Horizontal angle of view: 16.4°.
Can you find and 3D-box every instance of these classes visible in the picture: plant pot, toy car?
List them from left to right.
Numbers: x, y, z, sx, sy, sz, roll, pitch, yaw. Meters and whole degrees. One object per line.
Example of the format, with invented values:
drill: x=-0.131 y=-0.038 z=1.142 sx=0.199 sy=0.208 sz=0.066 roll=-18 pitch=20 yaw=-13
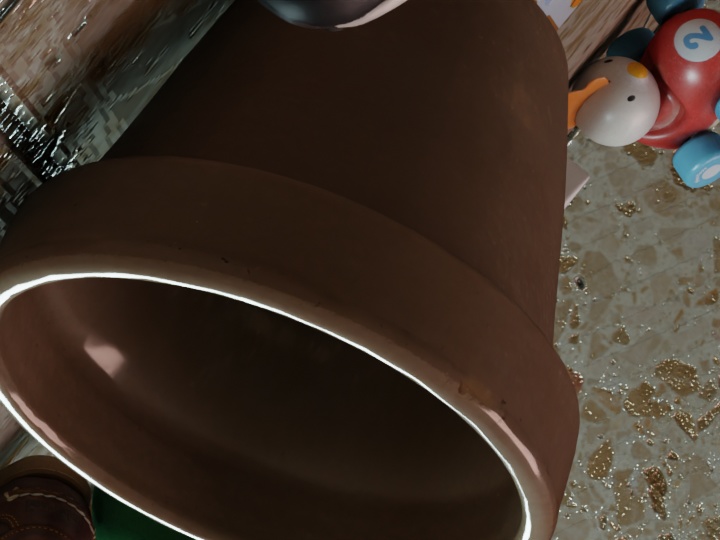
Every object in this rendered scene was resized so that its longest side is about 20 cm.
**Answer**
plant pot: x=-0.005 y=-0.014 z=0.835 sx=0.200 sy=0.200 sz=0.175 roll=121 pitch=-8 yaw=-61
toy car: x=0.297 y=-0.194 z=2.643 sx=0.200 sy=0.185 sz=0.177 roll=-10 pitch=150 yaw=-36

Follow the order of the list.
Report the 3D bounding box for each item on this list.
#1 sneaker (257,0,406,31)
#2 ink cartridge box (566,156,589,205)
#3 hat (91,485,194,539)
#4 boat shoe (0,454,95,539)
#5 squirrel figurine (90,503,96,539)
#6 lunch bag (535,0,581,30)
sneaker: x=0.022 y=-0.158 z=0.653 sx=0.200 sy=0.076 sz=0.088 roll=-55 pitch=160 yaw=6
ink cartridge box: x=0.120 y=-0.027 z=2.472 sx=0.145 sy=0.083 sz=0.200 roll=-46 pitch=173 yaw=-44
hat: x=-0.106 y=0.134 z=1.139 sx=0.176 sy=0.166 sz=0.200 roll=-40 pitch=161 yaw=-38
boat shoe: x=-0.181 y=0.176 z=1.155 sx=0.070 sy=0.070 sz=0.200 roll=-98 pitch=-150 yaw=-53
squirrel figurine: x=-0.141 y=0.214 z=1.562 sx=0.187 sy=0.141 sz=0.200 roll=-55 pitch=-179 yaw=-33
lunch bag: x=0.033 y=-0.109 z=1.024 sx=0.200 sy=0.076 sz=0.160 roll=-52 pitch=173 yaw=30
